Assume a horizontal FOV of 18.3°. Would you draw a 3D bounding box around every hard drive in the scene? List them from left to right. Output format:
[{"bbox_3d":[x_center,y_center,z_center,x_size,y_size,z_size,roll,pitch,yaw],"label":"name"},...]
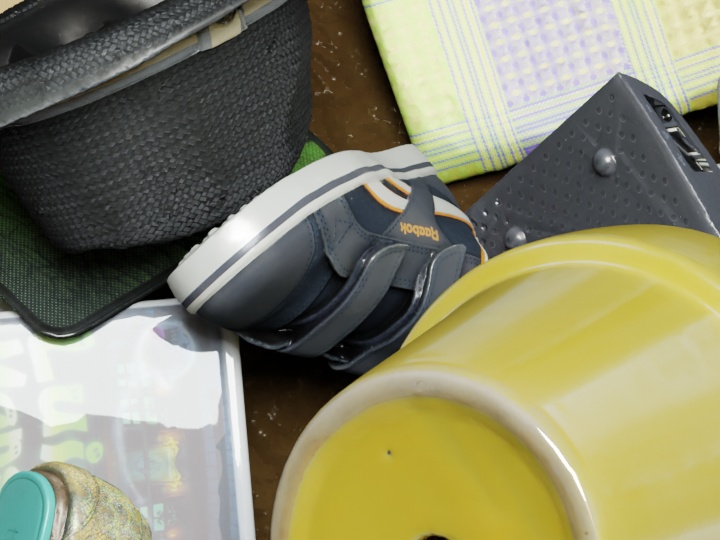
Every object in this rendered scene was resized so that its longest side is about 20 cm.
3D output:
[{"bbox_3d":[0.125,0.033,0.923,0.042,0.135,0.201,-11,68,-40],"label":"hard drive"}]

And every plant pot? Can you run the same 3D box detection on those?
[{"bbox_3d":[0.069,0.089,0.802,0.201,0.201,0.188,55,29,15],"label":"plant pot"}]

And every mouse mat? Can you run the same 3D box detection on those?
[{"bbox_3d":[-0.127,-0.065,0.942,0.161,0.008,0.200,-33,59,-31],"label":"mouse mat"}]

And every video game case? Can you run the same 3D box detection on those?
[{"bbox_3d":[-0.130,0.116,0.870,0.180,0.023,0.202,-4,83,-10],"label":"video game case"}]

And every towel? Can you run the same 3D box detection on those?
[{"bbox_3d":[0.101,-0.130,1.007,0.199,0.023,0.145,-19,87,-3],"label":"towel"}]

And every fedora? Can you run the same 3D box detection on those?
[{"bbox_3d":[-0.079,-0.067,0.868,0.200,0.200,0.092,-27,108,-18],"label":"fedora"}]

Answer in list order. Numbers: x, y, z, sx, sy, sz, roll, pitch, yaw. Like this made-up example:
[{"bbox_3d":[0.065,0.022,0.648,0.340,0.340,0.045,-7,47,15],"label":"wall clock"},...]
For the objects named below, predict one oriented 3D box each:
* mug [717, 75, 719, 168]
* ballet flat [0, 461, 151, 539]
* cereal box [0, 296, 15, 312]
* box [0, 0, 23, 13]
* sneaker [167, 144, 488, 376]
[{"bbox_3d":[0.205,0.002,0.950,0.199,0.148,0.177,-7,77,21],"label":"mug"},{"bbox_3d":[-0.128,0.172,0.825,0.070,0.071,0.201,20,82,1],"label":"ballet flat"},{"bbox_3d":[-0.175,0.014,0.932,0.143,0.040,0.201,0,67,-9],"label":"cereal box"},{"bbox_3d":[-0.188,-0.128,0.969,0.199,0.021,0.164,-13,53,-19],"label":"box"},{"bbox_3d":[0.000,0.000,0.896,0.080,0.078,0.200,53,26,7],"label":"sneaker"}]
